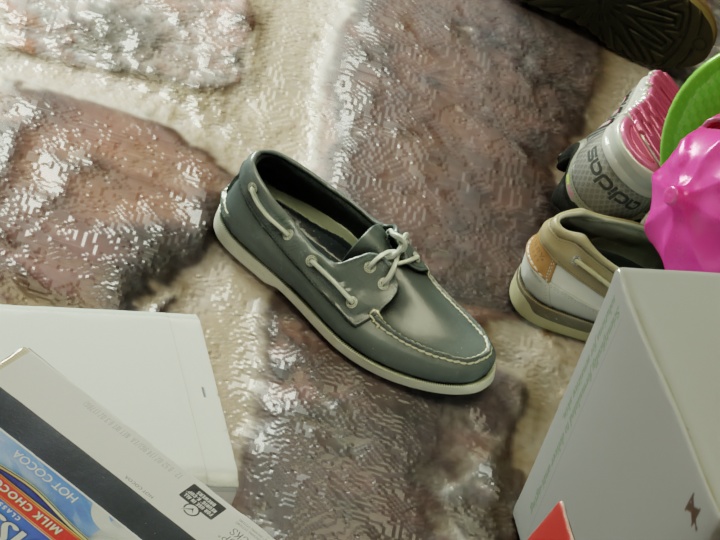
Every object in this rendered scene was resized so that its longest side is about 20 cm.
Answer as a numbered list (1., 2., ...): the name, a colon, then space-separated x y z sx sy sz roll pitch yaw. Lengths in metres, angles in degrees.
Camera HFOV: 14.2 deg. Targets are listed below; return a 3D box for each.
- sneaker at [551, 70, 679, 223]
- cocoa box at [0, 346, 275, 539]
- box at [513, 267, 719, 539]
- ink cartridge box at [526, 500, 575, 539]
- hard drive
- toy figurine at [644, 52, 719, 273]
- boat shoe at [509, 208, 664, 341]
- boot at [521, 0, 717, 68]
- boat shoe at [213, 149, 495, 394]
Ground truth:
1. sneaker: 0.172 -0.070 1.856 0.074 0.087 0.200 52 22 0
2. cocoa box: -0.148 0.163 1.412 0.200 0.133 0.131 37 43 18
3. box: 0.207 0.136 1.545 0.171 0.199 0.200 3 41 -20
4. ink cartridge box: 0.053 0.233 1.370 0.045 0.200 0.176 14 38 -31
5. hard drive: -0.175 0.072 1.585 0.200 0.026 0.132 3 43 -21
6. toy figurine: 0.240 -0.030 1.639 0.200 0.150 0.184 30 24 12
7. boat shoe: 0.196 0.014 1.775 0.200 0.068 0.075 11 41 -13
8. boot: 0.197 -0.239 2.060 0.175 0.066 0.200 27 39 6
9. boat shoe: 0.000 0.000 1.711 0.200 0.062 0.073 36 42 16
